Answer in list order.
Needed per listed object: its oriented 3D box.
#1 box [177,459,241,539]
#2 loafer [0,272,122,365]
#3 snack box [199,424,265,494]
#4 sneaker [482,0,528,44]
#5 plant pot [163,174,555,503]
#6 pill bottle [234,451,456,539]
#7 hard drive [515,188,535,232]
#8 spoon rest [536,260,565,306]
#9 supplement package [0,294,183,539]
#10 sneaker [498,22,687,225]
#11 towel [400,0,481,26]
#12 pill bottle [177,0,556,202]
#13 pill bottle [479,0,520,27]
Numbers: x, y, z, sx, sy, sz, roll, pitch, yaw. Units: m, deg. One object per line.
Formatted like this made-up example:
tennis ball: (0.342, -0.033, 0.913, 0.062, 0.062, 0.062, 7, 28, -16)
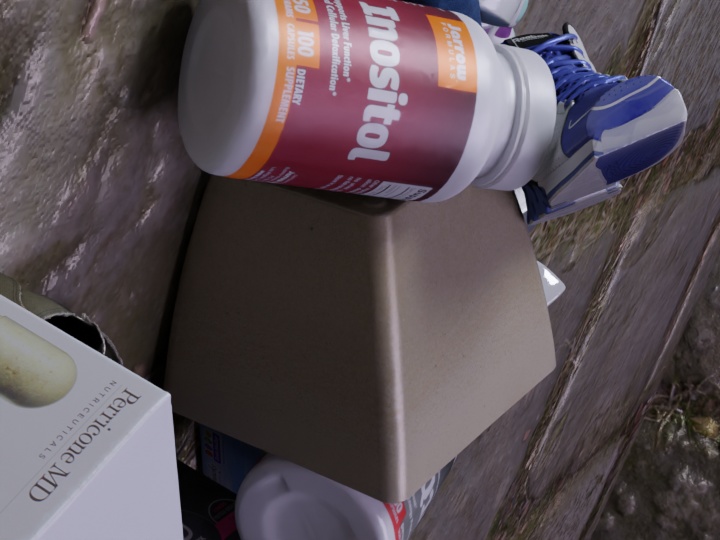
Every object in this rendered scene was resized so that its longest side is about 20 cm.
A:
box: (-0.149, 0.252, 1.151, 0.122, 0.106, 0.201, -32, 144, -56)
loafer: (-0.172, 0.053, 0.882, 0.075, 0.069, 0.200, -60, 160, -6)
snack box: (-0.042, 0.102, 1.279, 0.200, 0.068, 0.169, -47, 155, -35)
sneaker: (0.057, -0.149, 1.179, 0.140, 0.078, 0.200, -54, 158, -25)
plant pot: (0.000, 0.000, 1.072, 0.200, 0.199, 0.178, -34, 133, -45)
pill bottle: (0.003, 0.130, 1.144, 0.200, 0.113, 0.114, -50, 159, -55)
hard drive: (0.088, -0.017, 1.320, 0.139, 0.033, 0.200, -34, 170, -27)
spoon rest: (0.081, 0.019, 1.229, 0.099, 0.061, 0.200, -39, -175, -23)
supplement package: (-0.198, 0.097, 0.681, 0.152, 0.199, 0.151, -49, 157, -34)
sneaker: (0.123, -0.100, 1.008, 0.080, 0.116, 0.199, -21, 174, -10)
towel: (0.025, -0.151, 1.042, 0.200, 0.111, 0.049, 71, 40, -66)
pill bottle: (0.006, -0.099, 0.931, 0.199, 0.113, 0.113, 5, 117, -28)
pill bottle: (0.097, -0.265, 1.055, 0.201, 0.109, 0.109, -69, 160, 3)
